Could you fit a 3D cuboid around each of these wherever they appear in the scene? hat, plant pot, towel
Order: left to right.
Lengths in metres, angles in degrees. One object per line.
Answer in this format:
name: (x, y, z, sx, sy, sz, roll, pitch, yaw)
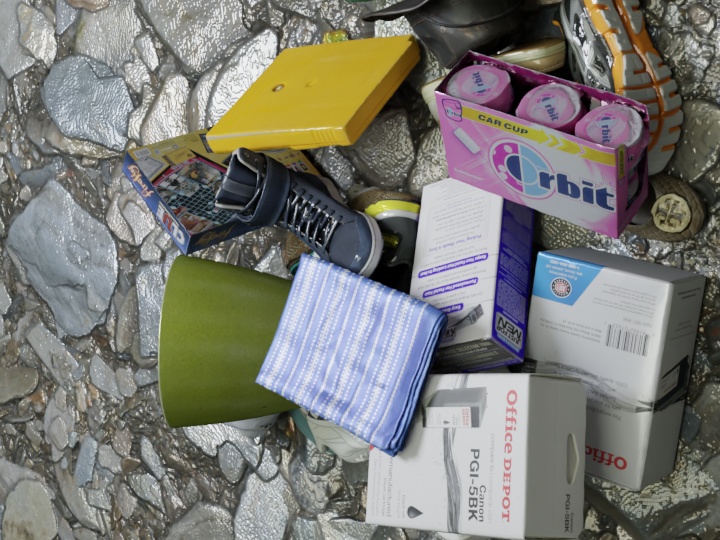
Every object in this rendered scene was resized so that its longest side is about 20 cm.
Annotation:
plant pot: (-0.103, 0.080, 1.339, 0.198, 0.187, 0.189, 2, 97, 4)
towel: (-0.013, 0.078, 1.195, 0.199, 0.024, 0.146, 22, 93, 39)
hat: (0.105, -0.245, 1.212, 0.199, 0.200, 0.082, -12, 103, 38)

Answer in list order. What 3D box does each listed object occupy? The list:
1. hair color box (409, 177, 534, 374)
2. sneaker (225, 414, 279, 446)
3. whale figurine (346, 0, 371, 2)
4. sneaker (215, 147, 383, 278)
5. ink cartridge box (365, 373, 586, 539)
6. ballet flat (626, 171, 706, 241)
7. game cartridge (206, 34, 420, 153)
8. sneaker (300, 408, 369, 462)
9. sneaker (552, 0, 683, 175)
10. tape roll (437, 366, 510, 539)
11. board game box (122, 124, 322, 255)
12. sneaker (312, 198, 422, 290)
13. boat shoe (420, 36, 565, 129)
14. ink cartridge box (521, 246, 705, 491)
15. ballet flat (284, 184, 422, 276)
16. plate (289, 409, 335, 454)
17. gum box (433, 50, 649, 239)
hair color box: (0.111, 0.000, 1.238, 0.109, 0.065, 0.202, -15, 52, 38)
sneaker: (-0.149, 0.115, 1.499, 0.201, 0.075, 0.115, 56, 136, 35)
whale figurine: (0.030, -0.372, 1.315, 0.200, 0.104, 0.160, -39, 68, 8)
sneaker: (-0.071, -0.058, 1.283, 0.077, 0.145, 0.202, -63, 35, 13)
ink cartridge box: (0.103, 0.170, 1.144, 0.199, 0.082, 0.148, -7, 76, 46)
ballet flat: (0.239, -0.080, 1.196, 0.199, 0.046, 0.068, 29, 112, 32)
game cartridge: (-0.048, -0.191, 1.342, 0.199, 0.177, 0.033, 3, 133, 38)
sneaker: (0.010, 0.171, 1.353, 0.199, 0.075, 0.082, 2, 106, 52)
sneaker: (0.243, -0.183, 1.174, 0.077, 0.078, 0.202, -27, 75, 52)
tape roll: (0.107, 0.178, 1.275, 0.202, 0.037, 0.205, -179, 90, -66)
board game box: (-0.150, -0.104, 1.402, 0.136, 0.199, 0.035, 51, 140, 22)
sneaker: (0.000, 0.000, 1.338, 0.200, 0.074, 0.085, -47, 37, 49)
boat shoe: (0.140, -0.182, 1.239, 0.199, 0.074, 0.067, -12, 99, 60)
ink cartridge box: (0.237, 0.090, 1.190, 0.144, 0.084, 0.202, 16, 105, 37)
ballet flat: (-0.015, -0.059, 1.389, 0.199, 0.070, 0.066, -26, 61, 33)
plate: (-0.029, 0.119, 1.440, 0.199, 0.025, 0.202, 4, 96, 37)
gum box: (0.173, -0.116, 1.143, 0.199, 0.066, 0.114, 23, 148, 29)
